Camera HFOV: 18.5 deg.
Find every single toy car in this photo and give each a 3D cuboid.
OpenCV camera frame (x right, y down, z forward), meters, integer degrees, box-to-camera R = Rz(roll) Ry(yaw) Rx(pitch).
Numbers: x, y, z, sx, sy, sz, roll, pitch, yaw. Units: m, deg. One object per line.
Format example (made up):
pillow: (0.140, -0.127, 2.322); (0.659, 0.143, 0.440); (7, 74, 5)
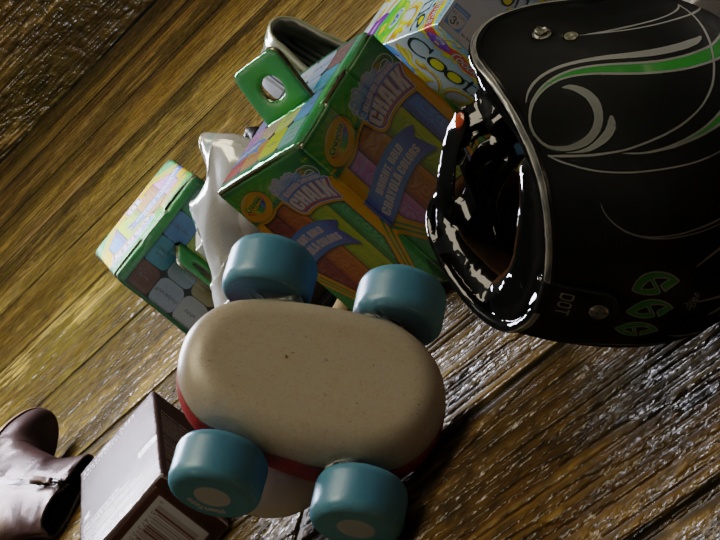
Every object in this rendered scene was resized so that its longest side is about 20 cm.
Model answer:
toy car: (-0.039, 0.112, 1.486); (0.200, 0.176, 0.185); (102, 180, -58)

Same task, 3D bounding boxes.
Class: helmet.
helmet: (0.146, -0.057, 1.209); (0.190, 0.201, 0.200); (-11, 1, -23)

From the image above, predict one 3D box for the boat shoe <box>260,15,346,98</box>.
boat shoe: (0.000, -0.142, 1.810); (0.072, 0.199, 0.062); (-55, -18, -28)

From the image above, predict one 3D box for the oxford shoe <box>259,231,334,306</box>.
oxford shoe: (-0.038, -0.024, 1.813); (0.072, 0.085, 0.201); (16, 66, 34)

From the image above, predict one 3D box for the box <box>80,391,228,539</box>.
box: (-0.166, 0.181, 1.755); (0.100, 0.075, 0.200); (-49, 14, 6)

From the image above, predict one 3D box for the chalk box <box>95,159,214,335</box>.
chalk box: (-0.155, -0.014, 2.069); (0.124, 0.124, 0.200); (-51, 17, -3)

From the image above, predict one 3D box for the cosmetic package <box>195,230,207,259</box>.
cosmetic package: (-0.042, -0.068, 1.916); (0.200, 0.103, 0.073); (-47, 14, 9)

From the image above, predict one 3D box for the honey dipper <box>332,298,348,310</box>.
honey dipper: (0.000, 0.000, 1.775); (0.038, 0.038, 0.201); (-27, 30, 54)

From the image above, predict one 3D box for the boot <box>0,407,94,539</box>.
boot: (-0.308, 0.200, 2.155); (0.166, 0.072, 0.200); (-19, 32, 41)

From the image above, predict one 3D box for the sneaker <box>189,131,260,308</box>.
sneaker: (-0.108, -0.025, 1.857); (0.075, 0.088, 0.201); (-33, -44, -49)

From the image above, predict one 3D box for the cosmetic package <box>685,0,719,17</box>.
cosmetic package: (0.264, -0.211, 1.431); (0.107, 0.090, 0.200); (-41, 21, 31)

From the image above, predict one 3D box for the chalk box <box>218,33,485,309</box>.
chalk box: (-0.012, -0.083, 1.657); (0.124, 0.200, 0.124); (-28, 27, 54)

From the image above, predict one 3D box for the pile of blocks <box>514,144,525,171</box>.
pile of blocks: (0.140, -0.113, 1.552); (0.200, 0.082, 0.062); (-48, 16, 12)

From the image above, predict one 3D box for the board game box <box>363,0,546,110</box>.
board game box: (0.088, -0.198, 1.846); (0.103, 0.105, 0.200); (-55, 15, -15)

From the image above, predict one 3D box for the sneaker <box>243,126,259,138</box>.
sneaker: (-0.044, -0.111, 2.004); (0.200, 0.111, 0.077); (-52, 16, -7)
